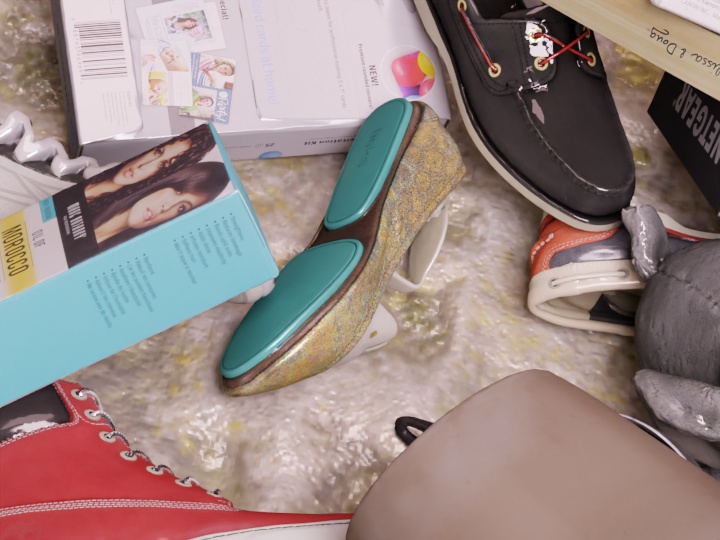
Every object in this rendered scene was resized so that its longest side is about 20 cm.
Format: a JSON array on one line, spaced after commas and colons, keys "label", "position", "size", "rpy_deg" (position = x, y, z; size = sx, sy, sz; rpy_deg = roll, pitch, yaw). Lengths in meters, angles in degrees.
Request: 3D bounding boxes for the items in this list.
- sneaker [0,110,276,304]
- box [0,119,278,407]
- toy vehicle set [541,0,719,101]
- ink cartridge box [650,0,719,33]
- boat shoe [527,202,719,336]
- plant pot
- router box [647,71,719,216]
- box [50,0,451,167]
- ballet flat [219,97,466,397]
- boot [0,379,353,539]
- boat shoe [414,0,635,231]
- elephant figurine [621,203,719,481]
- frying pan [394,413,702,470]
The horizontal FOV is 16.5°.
[{"label": "sneaker", "position": [-0.135, -0.017, 1.210], "size": [0.199, 0.075, 0.081], "rpy_deg": [18, 55, 18]}, {"label": "box", "position": [-0.141, 0.008, 1.123], "size": [0.199, 0.049, 0.082], "rpy_deg": [-26, 29, 0]}, {"label": "toy vehicle set", "position": [0.188, -0.102, 1.205], "size": [0.199, 0.027, 0.124], "rpy_deg": [33, 19, 28]}, {"label": "ink cartridge box", "position": [0.238, -0.125, 1.220], "size": [0.199, 0.045, 0.176], "rpy_deg": [24, 18, -2]}, {"label": "boat shoe", "position": [0.182, 0.015, 1.257], "size": [0.198, 0.071, 0.063], "rpy_deg": [14, 50, 1]}, {"label": "plant pot", "position": [0.091, 0.141, 1.021], "size": [0.199, 0.201, 0.174], "rpy_deg": [-26, 64, -32]}, {"label": "router box", "position": [0.242, -0.051, 1.267], "size": [0.156, 0.053, 0.200], "rpy_deg": [20, 16, -11]}, {"label": "box", "position": [-0.063, -0.138, 1.314], "size": [0.198, 0.041, 0.157], "rpy_deg": [-6, 72, -14]}, {"label": "ballet flat", "position": [0.000, 0.000, 1.232], "size": [0.070, 0.071, 0.201], "rpy_deg": [24, 55, 8]}, {"label": "boot", "position": [-0.086, 0.099, 1.117], "size": [0.198, 0.073, 0.145], "rpy_deg": [-4, 48, -13]}, {"label": "boat shoe", "position": [0.085, -0.111, 1.265], "size": [0.073, 0.063, 0.202], "rpy_deg": [-10, 60, -30]}, {"label": "elephant figurine", "position": [0.197, 0.050, 1.125], "size": [0.154, 0.143, 0.200], "rpy_deg": [6, 3, 0]}, {"label": "frying pan", "position": [0.099, 0.119, 1.149], "size": [0.031, 0.116, 0.189], "rpy_deg": [-19, 10, -40]}]
